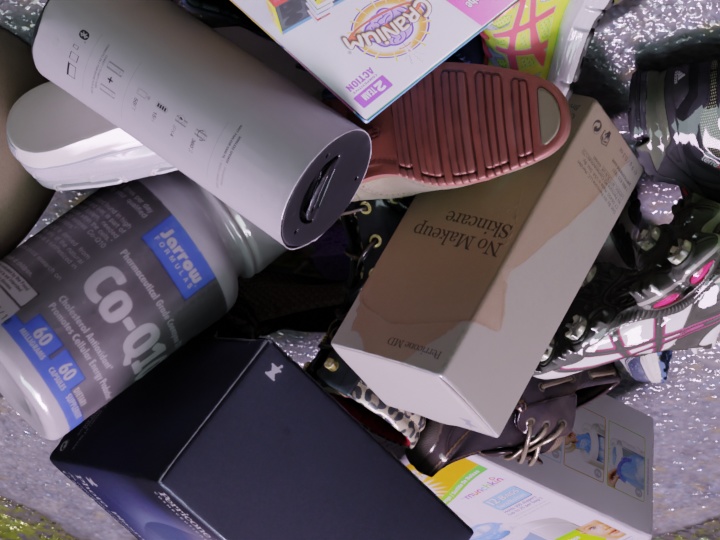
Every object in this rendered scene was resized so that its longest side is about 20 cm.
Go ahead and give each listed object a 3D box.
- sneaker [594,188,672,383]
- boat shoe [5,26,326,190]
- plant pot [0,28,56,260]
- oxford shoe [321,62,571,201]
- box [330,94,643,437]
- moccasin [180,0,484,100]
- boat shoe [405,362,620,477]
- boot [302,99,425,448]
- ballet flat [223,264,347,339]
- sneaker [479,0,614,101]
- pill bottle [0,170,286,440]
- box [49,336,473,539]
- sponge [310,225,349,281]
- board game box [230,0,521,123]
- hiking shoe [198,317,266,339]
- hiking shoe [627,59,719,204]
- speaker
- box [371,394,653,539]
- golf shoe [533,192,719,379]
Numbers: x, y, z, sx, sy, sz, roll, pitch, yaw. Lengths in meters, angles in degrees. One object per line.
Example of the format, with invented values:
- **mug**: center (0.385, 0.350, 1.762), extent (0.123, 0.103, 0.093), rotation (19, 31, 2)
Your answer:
- **sneaker**: center (0.156, 0.002, 1.477), extent (0.085, 0.077, 0.200), rotation (-4, 136, 26)
- **boat shoe**: center (-0.113, -0.091, 1.356), extent (0.200, 0.072, 0.069), rotation (-18, 151, 0)
- **plant pot**: center (-0.289, -0.056, 1.404), extent (0.200, 0.135, 0.200), rotation (4, 145, 3)
- **oxford shoe**: center (0.040, -0.078, 1.290), extent (0.200, 0.071, 0.074), rotation (-4, 173, 32)
- **box**: center (0.078, -0.009, 1.335), extent (0.095, 0.200, 0.078), rotation (13, 155, 40)
- **moccasin**: center (-0.022, -0.140, 1.291), extent (0.200, 0.068, 0.080), rotation (18, 144, -17)
- **boat shoe**: center (0.111, 0.089, 1.480), extent (0.073, 0.200, 0.075), rotation (49, 138, 10)
- **boot**: center (0.001, 0.000, 1.395), extent (0.204, 0.154, 0.073), rotation (38, 164, -20)
- **ballet flat**: center (0.001, 0.028, 1.503), extent (0.200, 0.046, 0.067), rotation (4, 147, 9)
- **sneaker**: center (0.091, -0.154, 1.255), extent (0.090, 0.078, 0.200), rotation (15, 137, -4)
- **pill bottle**: center (-0.150, 0.006, 1.407), extent (0.114, 0.200, 0.114), rotation (47, 164, 18)
- **box**: center (-0.069, 0.147, 1.452), extent (0.200, 0.123, 0.198), rotation (44, 160, -20)
- **sponge**: center (0.057, 0.027, 1.559), extent (0.112, 0.030, 0.200), rotation (-9, 143, 24)
- **board game box**: center (-0.015, -0.190, 1.175), extent (0.200, 0.040, 0.153), rotation (42, 127, -17)
- **hiking shoe**: center (-0.137, 0.026, 1.554), extent (0.087, 0.074, 0.200), rotation (4, 141, 25)
- **hiking shoe**: center (0.246, -0.058, 1.359), extent (0.101, 0.076, 0.200), rotation (-14, 140, 34)
- **speaker**: center (-0.092, -0.096, 1.270), extent (0.200, 0.081, 0.081), rotation (35, 153, 22)
- **box**: center (0.101, 0.131, 1.589), extent (0.200, 0.101, 0.112), rotation (27, 141, -28)
- **golf shoe**: center (0.176, 0.031, 1.383), extent (0.088, 0.077, 0.200), rotation (32, 142, -23)
